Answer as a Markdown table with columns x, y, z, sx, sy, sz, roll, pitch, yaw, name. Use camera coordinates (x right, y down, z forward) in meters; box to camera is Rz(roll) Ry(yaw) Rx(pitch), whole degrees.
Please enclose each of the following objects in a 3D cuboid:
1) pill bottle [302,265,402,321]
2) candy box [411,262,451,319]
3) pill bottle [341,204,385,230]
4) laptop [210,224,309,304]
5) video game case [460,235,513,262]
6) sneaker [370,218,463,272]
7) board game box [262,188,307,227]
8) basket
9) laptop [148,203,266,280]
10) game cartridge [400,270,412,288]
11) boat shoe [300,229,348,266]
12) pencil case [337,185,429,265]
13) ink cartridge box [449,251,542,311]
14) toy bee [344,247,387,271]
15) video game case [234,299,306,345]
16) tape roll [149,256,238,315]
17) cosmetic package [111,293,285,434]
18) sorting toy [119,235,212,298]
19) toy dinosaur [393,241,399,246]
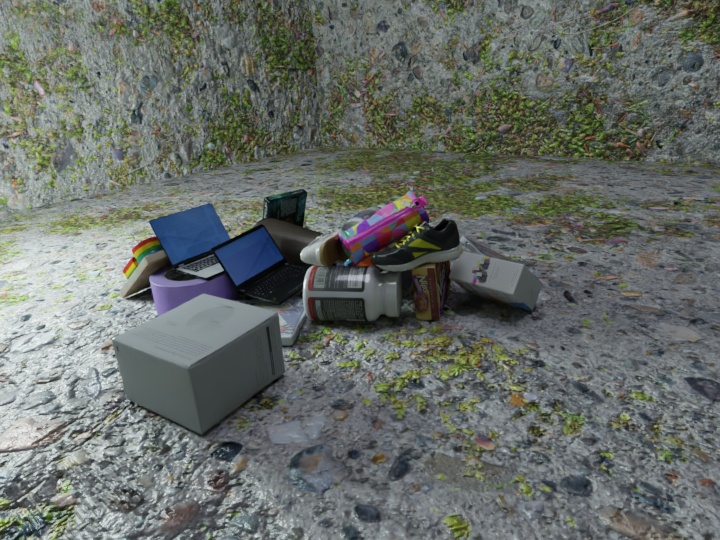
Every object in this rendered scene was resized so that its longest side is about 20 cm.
| x | y | z | sx | sy | sz | roll | pitch | yaw | name |
| --- | --- | --- | --- | --- | --- | --- | --- | --- | --- |
| -0.014 | 0.049 | 1.099 | 0.195 | 0.118 | 0.116 | 1 | 21 | 12 | pill bottle |
| 0.161 | 0.012 | 1.153 | 0.055 | 0.119 | 0.200 | -2 | 20 | 17 | candy box |
| 0.032 | -0.126 | 1.547 | 0.112 | 0.116 | 0.200 | 6 | 23 | 26 | pill bottle |
| -0.211 | -0.021 | 1.214 | 0.197 | 0.105 | 0.177 | 12 | 31 | 33 | laptop |
| 0.325 | -0.027 | 1.255 | 0.141 | 0.018 | 0.200 | 25 | 14 | -9 | video game case |
| 0.112 | -0.056 | 1.060 | 0.196 | 0.086 | 0.075 | -13 | 20 | -12 | sneaker |
| -0.221 | -0.127 | 1.486 | 0.134 | 0.203 | 0.028 | -21 | 47 | -39 | board game box |
| -0.168 | -0.054 | 1.376 | 0.197 | 0.139 | 0.179 | 14 | 0 | 29 | basket |
| -0.367 | -0.077 | 1.258 | 0.197 | 0.118 | 0.186 | 12 | 26 | 36 | laptop |
| 0.119 | -0.032 | 1.221 | 0.038 | 0.133 | 0.200 | 11 | 9 | 4 | game cartridge |
| -0.074 | -0.049 | 1.130 | 0.068 | 0.073 | 0.200 | -1 | 6 | 17 | boat shoe |
| 0.050 | -0.092 | 1.089 | 0.198 | 0.089 | 0.089 | -32 | 23 | 0 | pencil case |
| 0.273 | 0.017 | 1.120 | 0.198 | 0.069 | 0.114 | 17 | -10 | 44 | ink cartridge box |
| 0.000 | 0.000 | 1.239 | 0.196 | 0.134 | 0.108 | -5 | -7 | 30 | toy bee |
| -0.219 | 0.108 | 1.117 | 0.195 | 0.023 | 0.183 | -1 | 21 | 8 | video game case |
| -0.396 | 0.039 | 1.247 | 0.195 | 0.087 | 0.201 | -4 | 22 | 1 | tape roll |
| -0.269 | 0.147 | 0.883 | 0.196 | 0.126 | 0.199 | 10 | 24 | 32 | cosmetic package |
| -0.509 | -0.034 | 1.332 | 0.198 | 0.070 | 0.199 | -36 | -3 | 40 | sorting toy |
| 0.147 | -0.045 | 1.423 | 0.198 | 0.061 | 0.106 | -25 | 53 | -32 | toy dinosaur |
